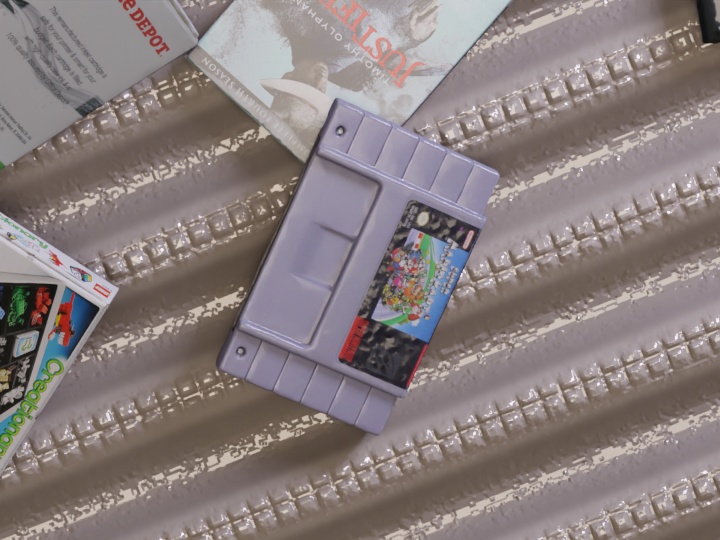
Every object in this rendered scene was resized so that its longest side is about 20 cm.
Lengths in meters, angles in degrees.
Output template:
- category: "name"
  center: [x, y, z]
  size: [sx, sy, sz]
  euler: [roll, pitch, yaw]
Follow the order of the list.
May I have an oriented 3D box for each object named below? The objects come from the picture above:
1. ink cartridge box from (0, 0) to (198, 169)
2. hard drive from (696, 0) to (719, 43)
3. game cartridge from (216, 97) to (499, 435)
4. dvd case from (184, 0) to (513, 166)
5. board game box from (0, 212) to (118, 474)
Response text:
- category: "ink cartridge box"
  center: [-0.223, -0.156, 1.292]
  size: [0.199, 0.147, 0.083]
  euler: [-31, 60, 1]
- category: "hard drive"
  center: [0.284, -0.264, 1.359]
  size: [0.139, 0.033, 0.201]
  euler: [-11, 96, -1]
- category: "game cartridge"
  center: [0.000, 0.000, 1.365]
  size: [0.129, 0.038, 0.201]
  euler: [23, 98, -8]
- category: "dvd case"
  center: [-0.001, -0.172, 1.366]
  size: [0.146, 0.022, 0.200]
  euler: [42, 95, -5]
- category: "board game box"
  center: [-0.266, 0.060, 1.348]
  size: [0.126, 0.035, 0.200]
  euler: [33, 109, -6]
